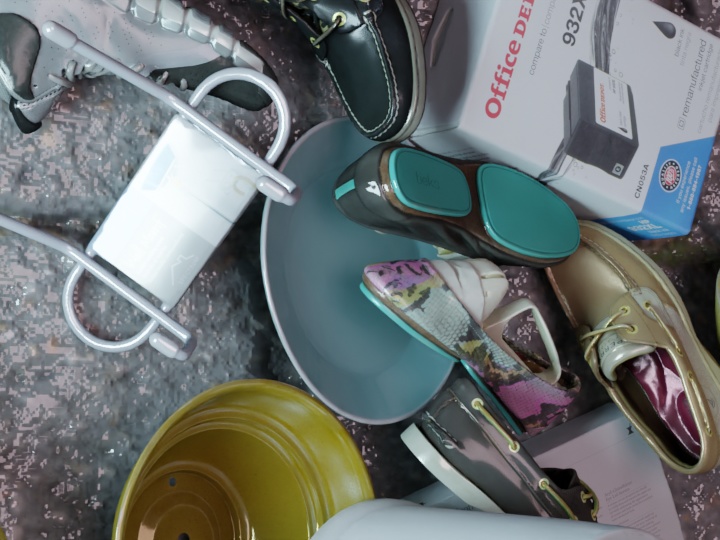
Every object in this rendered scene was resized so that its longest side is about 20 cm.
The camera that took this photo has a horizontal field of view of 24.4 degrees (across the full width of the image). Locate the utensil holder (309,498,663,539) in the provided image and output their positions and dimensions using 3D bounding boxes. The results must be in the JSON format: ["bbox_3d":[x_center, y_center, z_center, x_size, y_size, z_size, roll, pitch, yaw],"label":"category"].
[{"bbox_3d":[0.076,0.222,0.967,0.170,0.200,0.171,4,84,-42],"label":"utensil holder"}]

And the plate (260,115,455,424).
[{"bbox_3d":[0.000,0.000,1.079,0.200,0.026,0.201,10,76,-47],"label":"plate"}]

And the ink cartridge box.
[{"bbox_3d":[0.146,-0.123,1.149,0.199,0.084,0.146,22,79,-25],"label":"ink cartridge box"}]

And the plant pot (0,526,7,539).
[{"bbox_3d":[-0.272,0.175,0.889,0.142,0.199,0.201,6,86,-52],"label":"plant pot"}]

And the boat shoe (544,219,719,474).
[{"bbox_3d":[0.190,0.052,1.140,0.200,0.074,0.066,52,35,12],"label":"boat shoe"}]

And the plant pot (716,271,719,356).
[{"bbox_3d":[0.347,0.080,1.197,0.199,0.200,0.142,-19,131,-26],"label":"plant pot"}]

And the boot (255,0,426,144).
[{"bbox_3d":[-0.051,-0.170,1.017,0.153,0.073,0.204,-3,68,-42],"label":"boot"}]

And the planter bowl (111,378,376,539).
[{"bbox_3d":[-0.088,0.167,1.014,0.200,0.083,0.201,4,84,-42],"label":"planter bowl"}]

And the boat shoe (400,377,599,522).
[{"bbox_3d":[0.117,0.150,1.077,0.201,0.072,0.061,41,92,-17],"label":"boat shoe"}]

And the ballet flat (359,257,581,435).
[{"bbox_3d":[0.079,0.037,1.085,0.071,0.069,0.200,-41,128,8],"label":"ballet flat"}]

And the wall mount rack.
[{"bbox_3d":[-0.137,-0.047,0.976,0.174,0.075,0.200,35,100,-2],"label":"wall mount rack"}]

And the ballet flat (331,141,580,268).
[{"bbox_3d":[0.059,-0.041,1.082,0.200,0.068,0.068,18,62,-43],"label":"ballet flat"}]

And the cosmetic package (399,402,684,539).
[{"bbox_3d":[0.130,0.197,1.155,0.199,0.052,0.151,-20,99,-26],"label":"cosmetic package"}]

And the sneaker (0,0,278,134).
[{"bbox_3d":[-0.156,-0.121,1.008,0.200,0.075,0.116,30,82,-15],"label":"sneaker"}]
